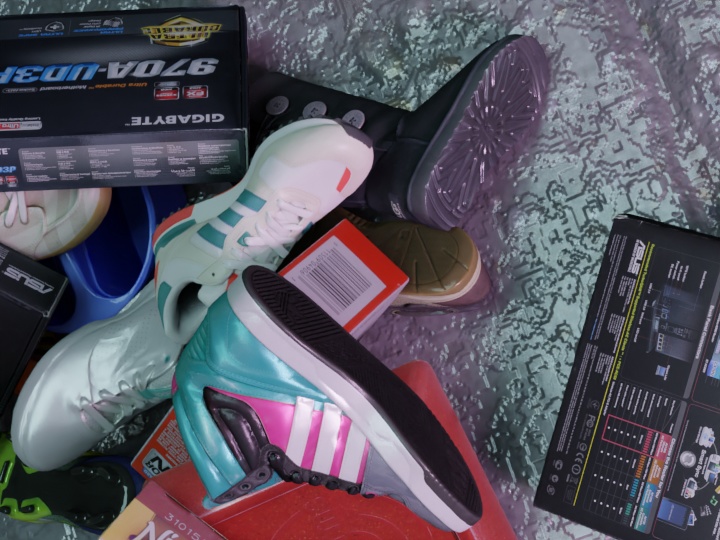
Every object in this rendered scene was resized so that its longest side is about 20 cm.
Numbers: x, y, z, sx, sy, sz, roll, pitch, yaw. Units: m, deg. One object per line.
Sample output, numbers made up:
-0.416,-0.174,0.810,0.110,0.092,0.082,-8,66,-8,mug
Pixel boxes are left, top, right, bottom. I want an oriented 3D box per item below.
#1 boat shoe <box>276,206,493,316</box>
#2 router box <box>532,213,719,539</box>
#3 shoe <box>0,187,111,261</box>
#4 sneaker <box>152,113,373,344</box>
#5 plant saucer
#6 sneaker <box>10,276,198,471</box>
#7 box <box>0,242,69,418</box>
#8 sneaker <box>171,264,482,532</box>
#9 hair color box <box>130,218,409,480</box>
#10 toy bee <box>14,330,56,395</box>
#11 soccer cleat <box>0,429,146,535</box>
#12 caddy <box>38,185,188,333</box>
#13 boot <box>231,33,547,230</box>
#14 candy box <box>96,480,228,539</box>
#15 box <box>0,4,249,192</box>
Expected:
0.001,-0.001,1.027,0.200,0.066,0.072,7,62,35,boat shoe
0.209,0.078,0.917,0.149,0.062,0.201,18,94,34,router box
-0.262,-0.036,1.039,0.199,0.053,0.070,-14,85,27,shoe
-0.063,-0.018,0.953,0.199,0.070,0.094,-31,46,35,sneaker
-0.008,0.179,0.941,0.199,0.037,0.200,-24,116,7,plant saucer
-0.153,0.071,1.022,0.200,0.075,0.088,-43,43,-10,sneaker
-0.329,0.030,1.052,0.199,0.048,0.193,29,134,-9,box
-0.033,0.104,0.851,0.121,0.084,0.200,-42,102,19,sneaker
-0.062,0.068,0.975,0.064,0.111,0.200,43,130,4,hair color box
-0.317,0.017,1.149,0.200,0.109,0.131,43,117,-9,toy bee
-0.210,0.161,1.099,0.199,0.083,0.065,5,82,44,soccer cleat
-0.211,-0.049,1.101,0.141,0.105,0.201,-25,75,17,caddy
0.011,-0.110,1.038,0.199,0.066,0.165,12,53,41,boot
-0.117,0.224,0.930,0.116,0.200,0.056,36,53,9,candy box
-0.176,-0.121,1.023,0.199,0.046,0.159,-2,41,-3,box
